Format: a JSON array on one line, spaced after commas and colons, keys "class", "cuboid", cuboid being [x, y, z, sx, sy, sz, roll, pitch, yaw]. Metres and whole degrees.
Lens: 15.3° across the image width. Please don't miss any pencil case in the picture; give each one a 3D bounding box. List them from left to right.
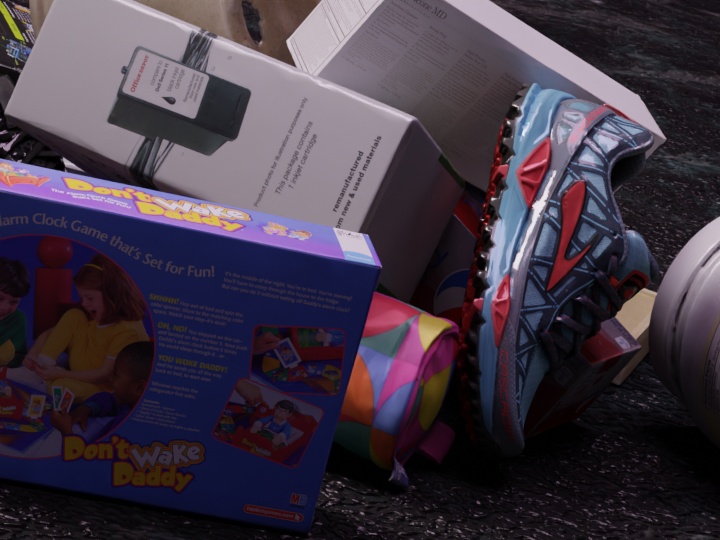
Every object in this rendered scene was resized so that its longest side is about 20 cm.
[{"class": "pencil case", "cuboid": [-0.048, 0.037, 1.334, 0.200, 0.088, 0.088, 22, 18, 13]}]

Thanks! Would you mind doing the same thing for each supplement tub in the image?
[{"class": "supplement tub", "cuboid": [0.262, 0.057, 1.425, 0.145, 0.145, 0.200, 3, 20, -36]}]

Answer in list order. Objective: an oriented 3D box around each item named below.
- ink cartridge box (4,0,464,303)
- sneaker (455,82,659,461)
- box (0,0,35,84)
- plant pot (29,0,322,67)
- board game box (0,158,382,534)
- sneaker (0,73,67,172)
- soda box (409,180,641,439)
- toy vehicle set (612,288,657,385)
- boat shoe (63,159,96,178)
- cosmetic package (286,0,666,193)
[{"class": "ink cartridge box", "cuboid": [-0.062, -0.063, 1.363, 0.200, 0.083, 0.147, 24, -4, 16]}, {"class": "sneaker", "cuboid": [0.104, 0.003, 1.361, 0.096, 0.200, 0.079, 12, -15, 2]}, {"class": "box", "cuboid": [-0.197, -0.124, 1.738, 0.193, 0.048, 0.200, 16, 15, -23]}, {"class": "plant pot", "cuboid": [-0.062, -0.158, 1.526, 0.200, 0.200, 0.183, 6, 2, -30]}, {"class": "board game box", "cuboid": [-0.105, 0.033, 1.196, 0.200, 0.134, 0.045, 12, 17, -13]}, {"class": "sneaker", "cuboid": [-0.195, -0.053, 1.450, 0.200, 0.100, 0.070, 24, 21, 29]}, {"class": "soda box", "cuboid": [0.056, -0.005, 1.453, 0.200, 0.063, 0.070, 48, 28, 17]}, {"class": "toy vehicle set", "cuboid": [0.081, 0.010, 1.623, 0.200, 0.027, 0.124, 19, 17, 14]}, {"class": "boat shoe", "cuboid": [-0.159, -0.057, 1.554, 0.200, 0.069, 0.072, 20, 17, 14]}, {"class": "cosmetic package", "cuboid": [0.063, -0.096, 1.432, 0.200, 0.083, 0.051, 29, 26, -34]}]
